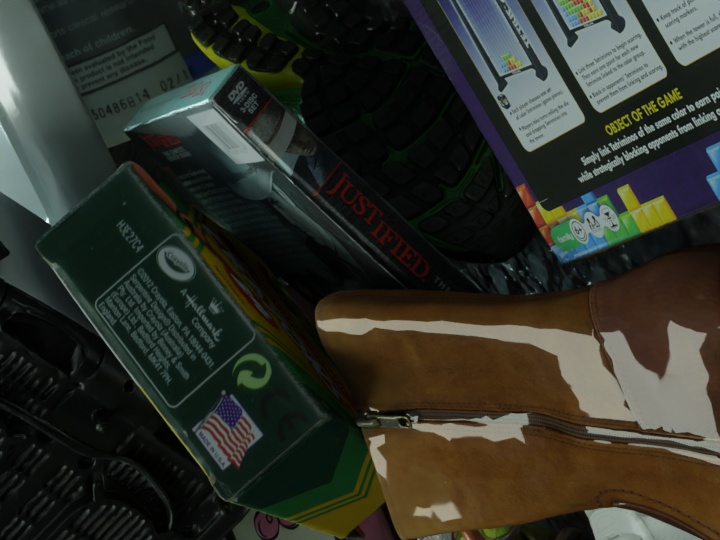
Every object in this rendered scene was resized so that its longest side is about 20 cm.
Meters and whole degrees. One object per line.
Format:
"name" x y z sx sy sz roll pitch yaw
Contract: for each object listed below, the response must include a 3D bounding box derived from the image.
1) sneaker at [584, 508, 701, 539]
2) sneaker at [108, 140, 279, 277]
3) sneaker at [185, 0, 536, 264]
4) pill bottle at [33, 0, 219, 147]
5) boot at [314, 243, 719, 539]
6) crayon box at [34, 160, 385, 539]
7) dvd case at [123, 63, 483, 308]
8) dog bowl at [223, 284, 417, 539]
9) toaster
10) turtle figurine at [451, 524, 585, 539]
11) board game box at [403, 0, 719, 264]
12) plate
"sneaker" 0.132 0.139 0.766 0.201 0.080 0.077 55 160 9
"sneaker" -0.029 -0.031 0.919 0.199 0.075 0.106 14 166 39
"sneaker" 0.009 -0.059 0.789 0.200 0.078 0.085 43 166 44
"pill bottle" -0.136 -0.165 0.881 0.113 0.113 0.201 17 135 59
"boot" 0.091 0.084 0.668 0.199 0.069 0.189 -10 117 33
"crayon box" -0.043 0.040 0.787 0.127 0.051 0.200 51 -178 17
"dvd case" 0.000 0.000 0.765 0.200 0.022 0.146 41 167 -14
"dog bowl" -0.028 0.096 0.971 0.200 0.073 0.202 -20 -90 -87
"toaster" -0.158 0.073 0.803 0.181 0.200 0.119 38 -169 -33
"turtle figurine" 0.092 0.158 0.898 0.161 0.064 0.201 39 160 41
"board game box" 0.080 -0.100 0.588 0.166 0.056 0.200 60 159 -2
"plate" -0.182 -0.086 0.890 0.199 0.032 0.201 9 128 59
